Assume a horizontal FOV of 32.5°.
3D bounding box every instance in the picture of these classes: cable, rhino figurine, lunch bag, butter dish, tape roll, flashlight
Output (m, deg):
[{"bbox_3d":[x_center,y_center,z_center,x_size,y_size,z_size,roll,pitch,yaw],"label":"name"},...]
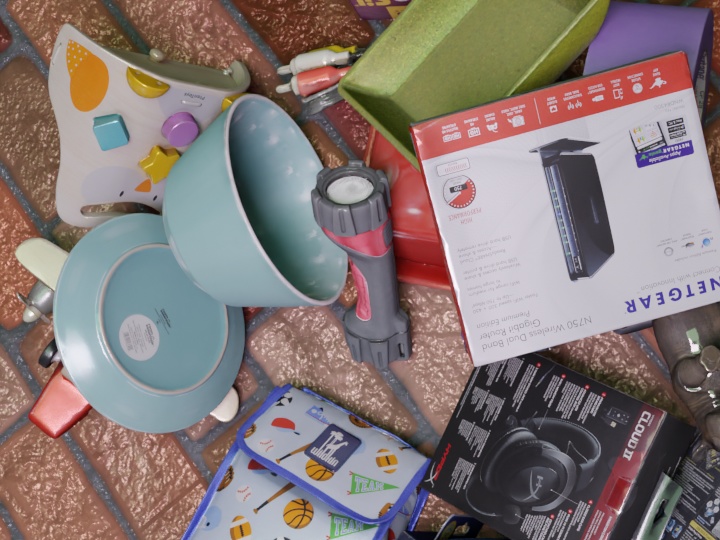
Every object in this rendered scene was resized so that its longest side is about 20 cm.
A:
[{"bbox_3d":[0.012,-0.202,1.158,0.199,0.097,0.050,-19,116,22],"label":"cable"},{"bbox_3d":[0.268,0.072,0.954,0.059,0.088,0.201,-8,70,-10],"label":"rhino figurine"},{"bbox_3d":[-0.047,0.218,1.093,0.169,0.124,0.201,26,75,19],"label":"lunch bag"},{"bbox_3d":[0.079,-0.089,1.089,0.198,0.148,0.201,11,84,18],"label":"butter dish"},{"bbox_3d":[0.234,-0.118,1.018,0.084,0.200,0.201,9,83,19],"label":"tape roll"},{"bbox_3d":[0.000,0.000,1.077,0.068,0.201,0.068,-19,46,-13],"label":"flashlight"}]

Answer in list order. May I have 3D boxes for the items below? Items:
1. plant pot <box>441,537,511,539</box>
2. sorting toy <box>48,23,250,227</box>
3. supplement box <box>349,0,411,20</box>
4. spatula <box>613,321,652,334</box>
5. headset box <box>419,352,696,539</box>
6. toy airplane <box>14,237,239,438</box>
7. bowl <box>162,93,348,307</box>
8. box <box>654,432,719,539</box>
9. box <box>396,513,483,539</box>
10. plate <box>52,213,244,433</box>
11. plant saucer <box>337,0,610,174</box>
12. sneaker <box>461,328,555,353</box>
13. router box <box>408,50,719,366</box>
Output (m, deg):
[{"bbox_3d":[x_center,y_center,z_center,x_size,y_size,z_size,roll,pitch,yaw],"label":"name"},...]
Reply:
[{"bbox_3d":[0.114,0.322,0.986,0.179,0.200,0.201,28,91,26],"label":"plant pot"},{"bbox_3d":[-0.204,-0.116,1.168,0.107,0.199,0.181,47,120,38],"label":"sorting toy"},{"bbox_3d":[0.034,-0.316,1.111,0.130,0.200,0.104,-1,76,17],"label":"supplement box"},{"bbox_3d":[0.312,0.020,1.064,0.199,0.021,0.057,-17,78,14],"label":"spatula"},{"bbox_3d":[0.169,0.160,1.025,0.199,0.077,0.149,23,88,38],"label":"headset box"},{"bbox_3d":[-0.225,0.060,1.177,0.198,0.141,0.201,-4,66,-22],"label":"toy airplane"},{"bbox_3d":[-0.104,-0.047,1.120,0.105,0.201,0.202,-22,75,23],"label":"bowl"},{"bbox_3d":[0.297,0.189,0.950,0.049,0.200,0.162,34,92,-12],"label":"box"},{"bbox_3d":[0.031,0.286,1.052,0.032,0.121,0.201,34,91,24],"label":"box"},{"bbox_3d":[-0.180,0.045,1.107,0.026,0.199,0.201,-16,74,47],"label":"plate"},{"bbox_3d":[0.095,-0.173,0.993,0.200,0.048,0.200,-47,37,6],"label":"plant saucer"},{"bbox_3d":[0.140,0.018,1.027,0.075,0.200,0.079,-9,100,35],"label":"sneaker"},{"bbox_3d":[0.153,-0.045,0.889,0.199,0.049,0.180,-16,98,1],"label":"router box"}]
